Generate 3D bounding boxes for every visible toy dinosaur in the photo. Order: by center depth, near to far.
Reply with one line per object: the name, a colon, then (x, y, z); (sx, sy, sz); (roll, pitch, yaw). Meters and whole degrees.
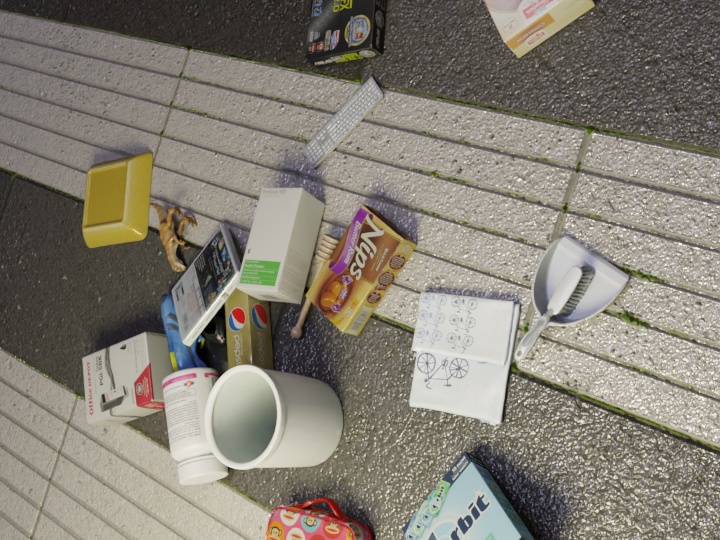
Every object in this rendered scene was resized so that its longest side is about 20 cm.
toy dinosaur: (-0.409, -0.096, 1.932); (0.105, 0.060, 0.203); (-35, 62, 25)

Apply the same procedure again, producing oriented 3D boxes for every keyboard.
keyboard: (-0.035, -0.283, 1.747); (0.200, 0.011, 0.057); (-44, 59, 19)

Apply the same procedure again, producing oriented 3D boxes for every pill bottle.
pill bottle: (-0.314, 0.299, 1.748); (0.112, 0.113, 0.204); (-23, 67, 28)

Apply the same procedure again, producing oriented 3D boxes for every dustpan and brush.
dustpan and brush: (0.304, 0.057, 1.410); (0.139, 0.057, 0.202); (37, 101, 34)

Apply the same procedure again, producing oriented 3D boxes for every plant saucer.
plant saucer: (-0.561, -0.164, 2.058); (0.196, 0.048, 0.205); (-6, 76, 32)

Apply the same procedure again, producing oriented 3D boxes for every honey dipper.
honey dipper: (-0.089, 0.032, 1.700); (0.038, 0.038, 0.204); (26, 97, 35)

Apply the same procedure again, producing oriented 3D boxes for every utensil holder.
utensil holder: (-0.145, 0.261, 1.588); (0.167, 0.199, 0.174); (-9, 74, 32)

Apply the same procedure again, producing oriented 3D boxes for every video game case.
video game case: (-0.305, 0.026, 1.804); (0.183, 0.023, 0.201); (-51, 31, 13)

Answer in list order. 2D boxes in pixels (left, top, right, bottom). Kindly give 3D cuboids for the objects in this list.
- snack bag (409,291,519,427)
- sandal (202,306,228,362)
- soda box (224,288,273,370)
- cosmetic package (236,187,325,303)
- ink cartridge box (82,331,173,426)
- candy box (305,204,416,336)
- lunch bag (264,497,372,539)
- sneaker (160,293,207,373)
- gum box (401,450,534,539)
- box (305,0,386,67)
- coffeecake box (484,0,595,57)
snack bag: (0.164, 0.142, 1.512); (0.185, 0.021, 0.205); (6, 83, 35)
sandal: (-0.297, 0.102, 1.818); (0.075, 0.048, 0.202); (-45, 58, 18)
soda box: (-0.213, 0.129, 1.743); (0.063, 0.067, 0.205); (-17, 70, 31)
cosmetic package: (-0.149, -0.048, 1.712); (0.106, 0.084, 0.204); (2, 73, 34)
ink cartridge box: (-0.482, 0.229, 1.896); (0.197, 0.082, 0.150); (-21, 69, 28)
candy box: (0.000, 0.000, 1.634); (0.116, 0.056, 0.202); (41, 104, 33)
lunch bag: (-0.078, 0.481, 1.566); (0.197, 0.081, 0.180); (7, 83, 36)
sneaker: (-0.358, 0.129, 1.856); (0.077, 0.066, 0.203); (-18, 57, -4)
gum box: (0.161, 0.407, 1.389); (0.171, 0.044, 0.200); (-53, 31, 10)
box: (-0.025, -0.508, 1.769); (0.157, 0.044, 0.205); (-1, 79, 34)
coffeecake box: (0.282, -0.493, 1.539); (0.152, 0.073, 0.203); (-31, 65, 24)
